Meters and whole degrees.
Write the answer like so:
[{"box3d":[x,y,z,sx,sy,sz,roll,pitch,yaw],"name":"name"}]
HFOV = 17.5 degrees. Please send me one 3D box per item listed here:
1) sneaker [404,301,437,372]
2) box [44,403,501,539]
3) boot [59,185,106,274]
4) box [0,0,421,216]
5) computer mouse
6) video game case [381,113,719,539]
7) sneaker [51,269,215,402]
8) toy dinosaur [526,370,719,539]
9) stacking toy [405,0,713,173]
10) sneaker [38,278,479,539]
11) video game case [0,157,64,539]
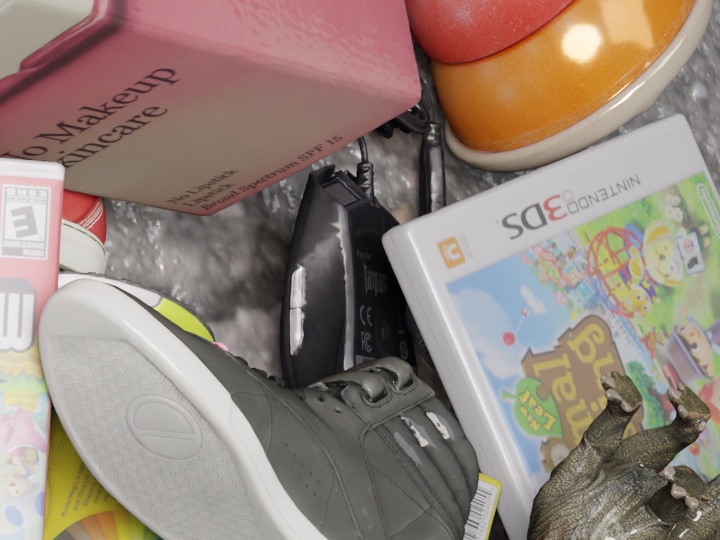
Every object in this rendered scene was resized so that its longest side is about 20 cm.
[{"box3d":[0.079,0.012,1.071,0.200,0.070,0.082,15,35,-49],"name":"sneaker"},{"box3d":[-0.054,0.100,0.904,0.199,0.048,0.118,25,54,-8],"name":"box"},{"box3d":[-0.182,-0.078,0.899,0.200,0.072,0.145,24,53,-36],"name":"boot"},{"box3d":[-0.094,-0.102,0.858,0.200,0.128,0.109,10,63,-47],"name":"box"},{"box3d":[0.000,0.000,1.029,0.140,0.046,0.201,4,79,-66],"name":"computer mouse"},{"box3d":[0.116,0.048,0.995,0.182,0.022,0.201,-23,89,-39],"name":"video game case"},{"box3d":[-0.149,0.045,0.852,0.199,0.074,0.081,-4,85,-16],"name":"sneaker"},{"box3d":[0.104,0.096,0.907,0.077,0.102,0.200,48,28,18],"name":"toy dinosaur"},{"box3d":[0.054,-0.157,1.057,0.200,0.146,0.146,51,46,-24],"name":"stacking toy"},{"box3d":[-0.032,0.055,0.849,0.200,0.071,0.099,47,45,-22],"name":"sneaker"},{"box3d":[-0.177,0.058,0.797,0.142,0.017,0.201,4,87,-19],"name":"video game case"}]
